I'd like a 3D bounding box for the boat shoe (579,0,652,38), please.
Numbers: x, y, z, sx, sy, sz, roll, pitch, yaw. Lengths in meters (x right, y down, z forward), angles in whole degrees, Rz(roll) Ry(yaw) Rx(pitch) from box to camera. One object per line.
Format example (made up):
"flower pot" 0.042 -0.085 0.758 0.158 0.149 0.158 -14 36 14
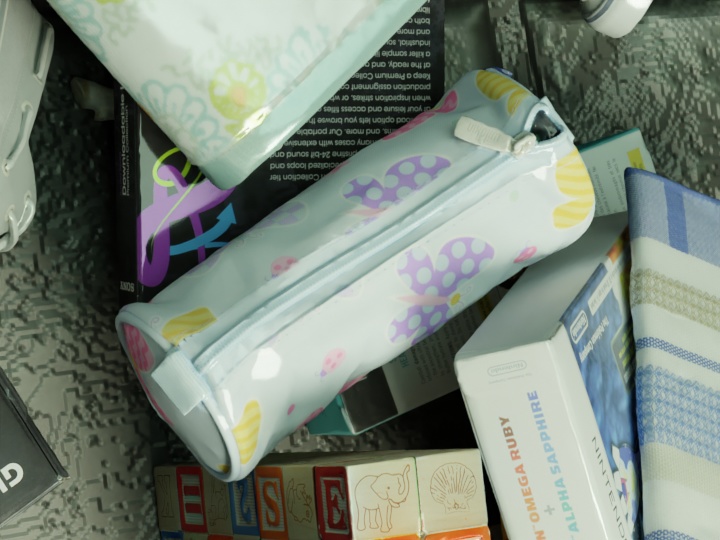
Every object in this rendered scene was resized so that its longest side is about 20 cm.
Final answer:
"boat shoe" 0.121 -0.213 1.006 0.065 0.074 0.201 16 69 -19

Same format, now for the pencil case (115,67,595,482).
"pencil case" 0.000 0.000 0.818 0.200 0.091 0.083 -34 99 -17

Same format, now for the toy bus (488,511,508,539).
"toy bus" 0.094 0.176 0.943 0.065 0.078 0.201 -20 96 -70

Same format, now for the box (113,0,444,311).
"box" -0.034 -0.082 0.867 0.142 0.036 0.201 -2 92 -24

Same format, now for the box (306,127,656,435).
"box" 0.055 0.004 0.960 0.199 0.049 0.083 -21 94 -26

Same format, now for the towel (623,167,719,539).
"towel" 0.172 0.060 0.866 0.146 0.024 0.201 20 51 -26

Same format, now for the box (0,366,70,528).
"box" -0.250 0.058 0.810 0.200 0.050 0.199 -35 99 -24

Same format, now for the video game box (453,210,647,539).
"video game box" 0.108 0.086 0.863 0.200 0.047 0.183 -43 120 -65

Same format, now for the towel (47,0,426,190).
"towel" -0.041 -0.159 0.818 0.200 0.048 0.171 -46 105 -16

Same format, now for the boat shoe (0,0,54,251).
"boat shoe" -0.160 -0.043 0.822 0.068 0.072 0.200 38 33 -36

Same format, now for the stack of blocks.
"stack of blocks" -0.018 0.133 0.831 0.058 0.200 0.116 -5 86 -26

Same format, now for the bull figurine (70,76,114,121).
"bull figurine" -0.084 -0.141 0.899 0.121 0.065 0.201 -27 95 -21
